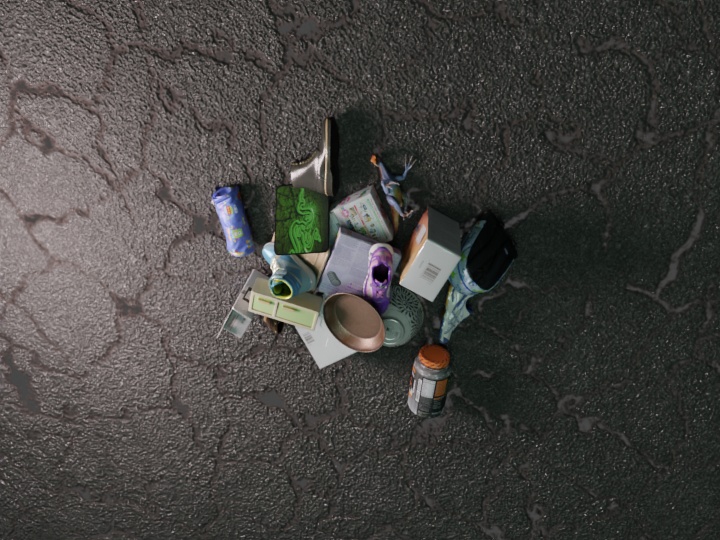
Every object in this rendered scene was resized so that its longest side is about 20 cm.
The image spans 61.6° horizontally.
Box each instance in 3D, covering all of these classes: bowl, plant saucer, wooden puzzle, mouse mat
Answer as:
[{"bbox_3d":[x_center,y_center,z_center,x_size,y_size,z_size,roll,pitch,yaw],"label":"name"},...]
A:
[{"bbox_3d":[0.090,0.157,1.795,0.193,0.095,0.207,4,119,7],"label":"bowl"},{"bbox_3d":[-0.012,0.137,1.670,0.195,0.037,0.205,18,131,21],"label":"plant saucer"},{"bbox_3d":[-0.172,-0.052,1.715,0.199,0.046,0.188,41,130,18],"label":"wooden puzzle"},{"bbox_3d":[-0.160,-0.143,1.649,0.155,0.008,0.207,-3,75,9],"label":"mouse mat"}]

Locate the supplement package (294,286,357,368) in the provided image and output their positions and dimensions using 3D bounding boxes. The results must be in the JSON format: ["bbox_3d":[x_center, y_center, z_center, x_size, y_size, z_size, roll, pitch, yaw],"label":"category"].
[{"bbox_3d":[-0.097,0.157,1.802,0.152,0.111,0.204,-25,104,20],"label":"supplement package"}]

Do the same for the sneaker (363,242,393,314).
[{"bbox_3d":[0.050,0.035,1.611,0.077,0.089,0.206,1,118,-5],"label":"sneaker"}]

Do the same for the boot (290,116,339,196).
[{"bbox_3d":[-0.129,-0.305,1.605,0.134,0.077,0.207,9,111,17],"label":"boot"}]

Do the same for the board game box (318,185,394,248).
[{"bbox_3d":[-0.022,-0.125,1.683,0.195,0.065,0.150,-21,114,20],"label":"board game box"}]

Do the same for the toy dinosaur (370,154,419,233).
[{"bbox_3d":[0.074,-0.214,1.613,0.182,0.104,0.200,48,129,6],"label":"toy dinosaur"}]

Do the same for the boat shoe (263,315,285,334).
[{"bbox_3d":[-0.235,0.103,1.818,0.070,0.069,0.204,44,133,29],"label":"boat shoe"}]

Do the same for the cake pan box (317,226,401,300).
[{"bbox_3d":[0.000,0.000,1.669,0.194,0.053,0.188,19,115,-9],"label":"cake pan box"}]

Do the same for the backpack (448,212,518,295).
[{"bbox_3d":[0.317,-0.024,1.608,0.151,0.202,0.164,-22,116,40],"label":"backpack"}]

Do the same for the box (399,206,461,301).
[{"bbox_3d":[0.187,-0.048,1.612,0.104,0.202,0.155,25,119,-8],"label":"box"}]

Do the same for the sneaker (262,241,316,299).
[{"bbox_3d":[-0.227,0.000,1.664,0.198,0.129,0.081,35,129,23],"label":"sneaker"}]

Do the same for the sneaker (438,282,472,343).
[{"bbox_3d":[0.281,0.132,1.764,0.085,0.076,0.206,10,119,2],"label":"sneaker"}]

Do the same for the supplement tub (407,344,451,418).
[{"bbox_3d":[0.214,0.339,1.854,0.118,0.123,0.206,8,118,4],"label":"supplement tub"}]

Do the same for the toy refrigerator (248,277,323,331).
[{"bbox_3d":[-0.209,0.096,1.683,0.194,0.071,0.077,18,129,-2],"label":"toy refrigerator"}]

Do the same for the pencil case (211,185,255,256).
[{"bbox_3d":[-0.362,-0.140,1.716,0.084,0.078,0.206,-20,116,-15],"label":"pencil case"}]

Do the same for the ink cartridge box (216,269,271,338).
[{"bbox_3d":[-0.338,0.112,1.761,0.065,0.203,0.116,29,138,-9],"label":"ink cartridge box"}]
